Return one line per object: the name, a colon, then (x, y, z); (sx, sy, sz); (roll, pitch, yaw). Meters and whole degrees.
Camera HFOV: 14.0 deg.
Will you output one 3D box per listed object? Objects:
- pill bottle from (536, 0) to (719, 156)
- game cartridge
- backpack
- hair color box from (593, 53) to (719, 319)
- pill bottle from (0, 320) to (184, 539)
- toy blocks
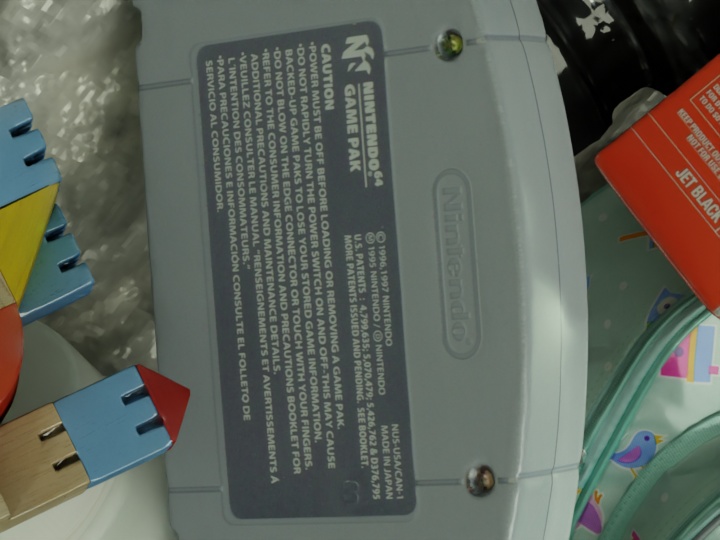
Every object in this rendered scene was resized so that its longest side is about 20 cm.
pill bottle: (0.110, -0.122, 0.866); (0.200, 0.112, 0.112); (-37, 132, -2)
game cartridge: (0.000, 0.000, 0.822); (0.041, 0.133, 0.201); (-4, 90, -50)
backpack: (0.128, 0.068, 0.988); (0.175, 0.153, 0.200); (5, 111, -27)
hair color box: (0.169, -0.065, 0.837); (0.200, 0.061, 0.101); (-39, 164, 7)
pill bottle: (-0.073, 0.104, 0.921); (0.112, 0.112, 0.200); (-38, 132, -1)
toy blocks: (-0.134, 0.004, 0.795); (0.137, 0.200, 0.100); (-26, 175, -12)
